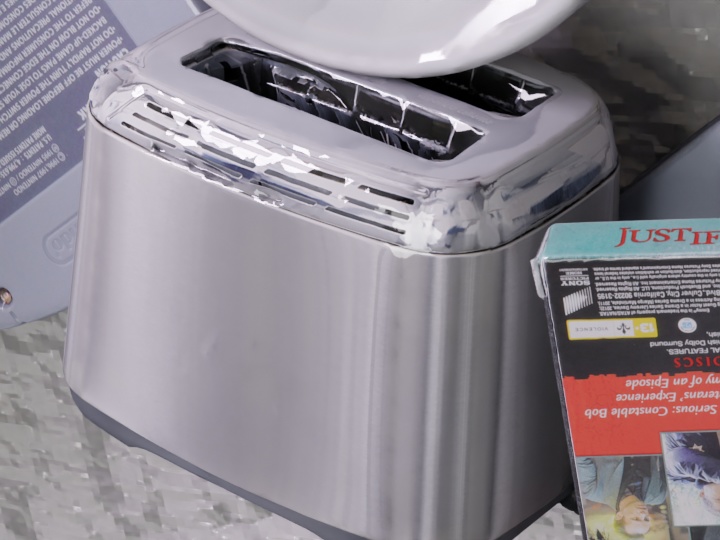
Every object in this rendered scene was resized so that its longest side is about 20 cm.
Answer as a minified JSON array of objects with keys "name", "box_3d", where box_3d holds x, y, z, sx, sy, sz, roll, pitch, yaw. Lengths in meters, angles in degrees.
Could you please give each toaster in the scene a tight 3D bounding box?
[{"name":"toaster","box_3d":[0.000,0.000,0.797,0.199,0.113,0.130,24,128,32]}]

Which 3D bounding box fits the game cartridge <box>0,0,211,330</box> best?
[{"name":"game cartridge","box_3d":[-0.111,-0.058,0.933,0.200,0.041,0.133,-32,90,42]}]

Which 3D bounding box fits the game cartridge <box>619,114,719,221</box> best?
[{"name":"game cartridge","box_3d":[0.151,0.002,0.783,0.200,0.040,0.134,-38,87,42]}]

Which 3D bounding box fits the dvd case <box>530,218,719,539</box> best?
[{"name":"dvd case","box_3d":[0.133,0.071,0.743,0.145,0.022,0.201,-2,123,15]}]

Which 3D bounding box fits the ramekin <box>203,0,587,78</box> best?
[{"name":"ramekin","box_3d":[0.014,-0.163,0.749,0.202,0.094,0.203,16,122,28]}]
